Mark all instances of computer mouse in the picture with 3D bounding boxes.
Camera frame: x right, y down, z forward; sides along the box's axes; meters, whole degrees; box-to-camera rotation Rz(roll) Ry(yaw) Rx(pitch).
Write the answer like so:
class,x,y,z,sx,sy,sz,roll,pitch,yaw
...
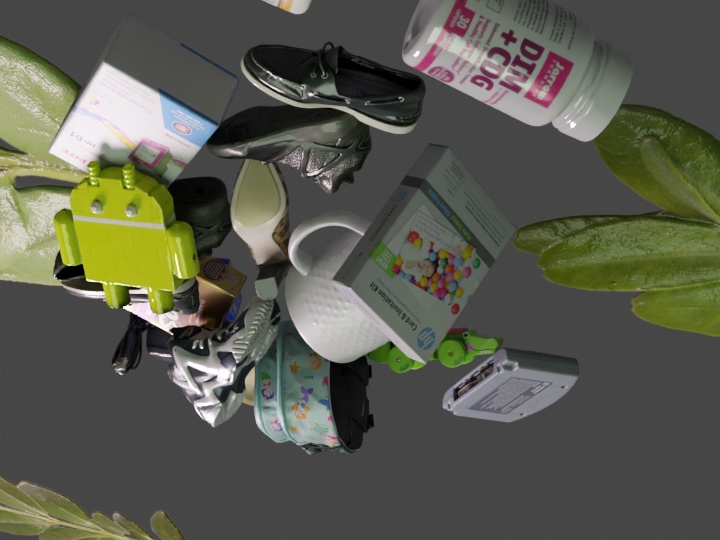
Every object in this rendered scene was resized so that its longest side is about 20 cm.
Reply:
class,x,y,z,sx,sy,sz,roll,pitch,yaw
computer mouse,-0.252,0.099,1.613,0.199,0.139,0.053,11,144,6

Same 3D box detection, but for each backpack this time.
class,x,y,z,sx,sy,sz,roll,pitch,yaw
backpack,-0.065,0.153,1.504,0.150,0.178,0.200,-2,163,6

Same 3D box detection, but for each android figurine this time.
class,x,y,z,sx,sy,sz,roll,pitch,yaw
android figurine,-0.278,-0.040,1.327,0.181,0.041,0.201,8,125,15

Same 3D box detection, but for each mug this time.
class,x,y,z,sx,sy,sz,roll,pitch,yaw
mug,0.000,0.000,1.378,0.175,0.148,0.200,-31,124,33

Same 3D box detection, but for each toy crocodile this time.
class,x,y,z,sx,sy,sz,roll,pitch,yaw
toy crocodile,0.101,0.106,1.563,0.199,0.062,0.067,-8,178,27

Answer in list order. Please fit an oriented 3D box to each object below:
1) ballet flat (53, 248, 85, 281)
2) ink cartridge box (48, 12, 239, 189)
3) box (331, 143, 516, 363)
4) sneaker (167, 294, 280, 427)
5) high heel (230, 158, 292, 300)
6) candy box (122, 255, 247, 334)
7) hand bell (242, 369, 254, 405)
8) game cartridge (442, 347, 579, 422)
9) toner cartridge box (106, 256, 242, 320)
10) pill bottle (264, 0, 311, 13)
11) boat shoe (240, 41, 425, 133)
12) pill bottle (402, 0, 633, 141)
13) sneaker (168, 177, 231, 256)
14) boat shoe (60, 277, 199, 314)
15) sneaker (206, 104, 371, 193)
class,x,y,z,sx,sy,sz,roll,pitch,yaw
ballet flat,-0.298,-0.008,1.406,0.199,0.057,0.067,-1,147,27
ink cartridge box,-0.252,-0.177,1.285,0.144,0.085,0.200,29,144,-18
box,0.077,-0.019,1.281,0.041,0.200,0.156,19,158,52
sneaker,-0.191,0.090,1.447,0.129,0.079,0.200,35,123,17
high heel,-0.119,-0.077,1.410,0.071,0.143,0.201,-2,109,3
candy box,-0.266,0.012,1.512,0.199,0.057,0.117,28,125,-4
hand bell,-0.109,0.107,1.639,0.104,0.104,0.200,33,129,-23
game cartridge,0.217,0.165,1.586,0.133,0.041,0.200,14,150,-18
toner cartridge box,-0.276,0.017,1.594,0.199,0.043,0.095,7,144,12
pill bottle,-0.121,-0.322,1.011,0.199,0.117,0.116,22,144,-8
boat shoe,-0.024,-0.205,1.170,0.199,0.075,0.066,21,142,-8
pill bottle,0.150,-0.208,1.065,0.199,0.114,0.113,24,144,-12
sneaker,-0.257,-0.063,1.437,0.198,0.076,0.114,1,136,11
boat shoe,-0.299,0.028,1.453,0.199,0.073,0.063,2,129,22
sneaker,-0.077,-0.135,1.282,0.199,0.076,0.114,-7,133,21
